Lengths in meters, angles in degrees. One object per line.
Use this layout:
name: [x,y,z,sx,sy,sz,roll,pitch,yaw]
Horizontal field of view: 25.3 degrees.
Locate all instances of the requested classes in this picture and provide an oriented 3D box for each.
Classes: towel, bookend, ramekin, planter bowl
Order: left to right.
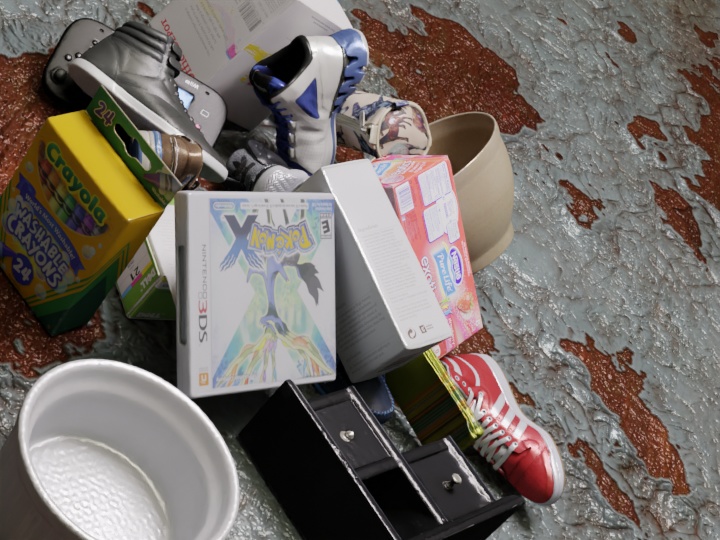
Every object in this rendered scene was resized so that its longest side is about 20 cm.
ramekin: [-0.209,0.182,1.326,0.200,0.098,0.201,25,37,-21]
bookend: [0.023,0.193,1.542,0.200,0.092,0.199,-10,59,-50]
towel: [0.048,0.104,1.652,0.018,0.086,0.200,-21,74,-43]
planter bowl: [0.095,-0.071,1.844,0.135,0.200,0.200,59,28,-22]

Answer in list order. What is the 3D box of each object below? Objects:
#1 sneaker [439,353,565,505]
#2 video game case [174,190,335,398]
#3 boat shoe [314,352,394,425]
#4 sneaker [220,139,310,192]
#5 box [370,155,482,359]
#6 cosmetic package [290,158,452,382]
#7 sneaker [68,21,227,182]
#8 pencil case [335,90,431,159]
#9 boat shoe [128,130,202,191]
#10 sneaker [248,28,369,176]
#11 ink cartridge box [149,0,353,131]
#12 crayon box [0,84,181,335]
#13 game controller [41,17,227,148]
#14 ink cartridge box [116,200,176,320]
sneaker: [0.130,0.167,1.694,0.112,0.071,0.200,8,38,-44]
video game case: [-0.093,0.019,1.477,0.200,0.022,0.183,-3,92,-51]
boat shoe: [-0.028,0.069,1.650,0.200,0.069,0.084,52,35,12]
sneaker: [-0.104,-0.090,1.714,0.114,0.076,0.200,38,-1,15]
box: [0.048,-0.014,1.690,0.103,0.094,0.201,-32,116,-43]
cosmetic package: [0.000,0.000,1.595,0.074,0.102,0.200,-15,77,-42]
sneaker: [-0.200,-0.184,1.687,0.200,0.071,0.099,40,69,-7]
pencil case: [-0.010,-0.175,1.857,0.089,0.078,0.200,19,2,-41]
boat shoe: [-0.195,-0.101,1.602,0.072,0.072,0.200,3,3,-11]
sneaker: [-0.078,-0.183,1.781,0.115,0.200,0.081,1,32,-35]
ink cartridge box: [-0.132,-0.267,1.830,0.125,0.200,0.129,23,34,-54]
crayon box: [-0.258,-0.052,1.447,0.126,0.200,0.052,50,37,14]
game controller: [-0.242,-0.188,1.728,0.200,0.042,0.105,30,76,-16]
ink cartridge box: [-0.153,0.029,1.573,0.148,0.076,0.200,4,53,-42]
